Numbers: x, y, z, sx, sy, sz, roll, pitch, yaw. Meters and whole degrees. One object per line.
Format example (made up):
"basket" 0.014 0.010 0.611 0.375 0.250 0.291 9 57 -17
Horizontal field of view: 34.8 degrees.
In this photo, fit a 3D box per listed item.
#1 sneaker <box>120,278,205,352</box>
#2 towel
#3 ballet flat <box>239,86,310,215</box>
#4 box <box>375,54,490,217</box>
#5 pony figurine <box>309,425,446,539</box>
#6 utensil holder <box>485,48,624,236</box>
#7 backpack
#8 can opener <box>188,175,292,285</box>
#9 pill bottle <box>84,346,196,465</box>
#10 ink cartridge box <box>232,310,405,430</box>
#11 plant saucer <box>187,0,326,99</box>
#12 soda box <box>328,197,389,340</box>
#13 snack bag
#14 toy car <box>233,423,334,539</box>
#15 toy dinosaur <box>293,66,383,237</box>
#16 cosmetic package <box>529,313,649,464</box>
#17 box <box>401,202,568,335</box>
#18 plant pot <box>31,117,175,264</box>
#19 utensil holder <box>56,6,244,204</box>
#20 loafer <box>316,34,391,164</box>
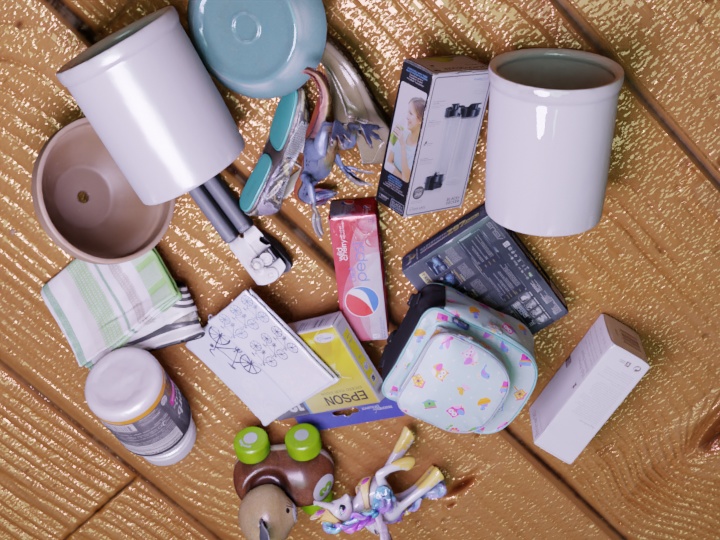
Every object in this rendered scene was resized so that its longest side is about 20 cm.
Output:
"sneaker" -0.325 0.064 1.695 0.200 0.076 0.116 -15 87 25
"towel" -0.364 0.032 1.652 0.200 0.031 0.149 -37 80 22
"ballet flat" -0.101 -0.161 1.570 0.072 0.072 0.201 23 115 -8
"box" 0.097 -0.178 1.513 0.116 0.060 0.201 -14 126 -39
"pony figurine" 0.037 0.363 1.768 0.200 0.167 0.193 -37 125 -6
"utensil holder" 0.244 -0.167 1.486 0.169 0.170 0.201 2 119 2
"backpack" 0.146 0.135 1.596 0.199 0.153 0.176 21 115 -15
"can opener" -0.176 -0.065 1.621 0.053 0.066 0.200 -35 101 18
"pill bottle" -0.317 0.205 1.688 0.116 0.117 0.200 -9 147 8
"ink cartridge box" -0.064 0.164 1.695 0.197 0.047 0.200 -15 114 34
"plant saucer" -0.142 -0.315 1.472 0.199 0.036 0.201 8 113 19
"soda box" 0.000 0.000 1.636 0.070 0.063 0.201 -4 116 5
"snack bag" -0.153 0.132 1.676 0.189 0.021 0.200 46 134 -10
"toy car" -0.120 0.360 1.725 0.157 0.200 0.165 -4 131 6
"toy dinosaur" -0.046 -0.153 1.527 0.181 0.105 0.201 -23 88 55
"cosmetic package" 0.331 0.173 1.683 0.074 0.102 0.200 30 113 -11
"box" 0.178 0.021 1.643 0.157 0.051 0.200 -34 110 18
"plant pot" -0.362 -0.106 1.565 0.093 0.201 0.201 -5 125 52
"utensil holder" -0.264 -0.210 1.479 0.170 0.170 0.200 -24 112 14
"loafer" -0.012 -0.219 1.522 0.067 0.076 0.200 -30 111 10
